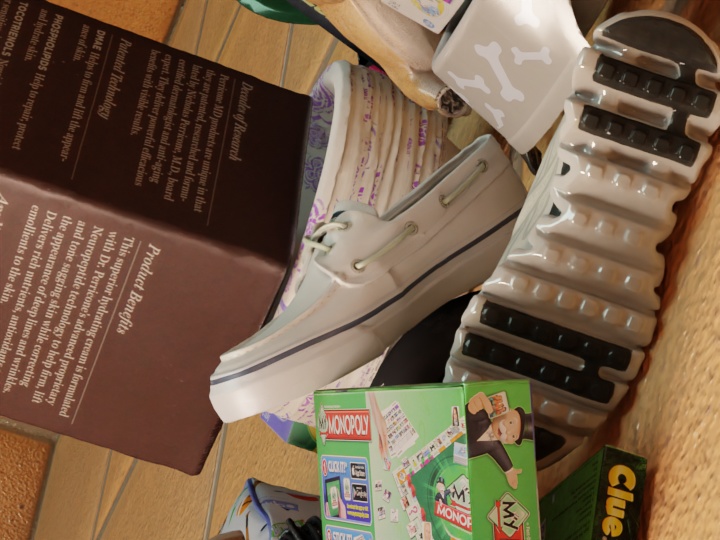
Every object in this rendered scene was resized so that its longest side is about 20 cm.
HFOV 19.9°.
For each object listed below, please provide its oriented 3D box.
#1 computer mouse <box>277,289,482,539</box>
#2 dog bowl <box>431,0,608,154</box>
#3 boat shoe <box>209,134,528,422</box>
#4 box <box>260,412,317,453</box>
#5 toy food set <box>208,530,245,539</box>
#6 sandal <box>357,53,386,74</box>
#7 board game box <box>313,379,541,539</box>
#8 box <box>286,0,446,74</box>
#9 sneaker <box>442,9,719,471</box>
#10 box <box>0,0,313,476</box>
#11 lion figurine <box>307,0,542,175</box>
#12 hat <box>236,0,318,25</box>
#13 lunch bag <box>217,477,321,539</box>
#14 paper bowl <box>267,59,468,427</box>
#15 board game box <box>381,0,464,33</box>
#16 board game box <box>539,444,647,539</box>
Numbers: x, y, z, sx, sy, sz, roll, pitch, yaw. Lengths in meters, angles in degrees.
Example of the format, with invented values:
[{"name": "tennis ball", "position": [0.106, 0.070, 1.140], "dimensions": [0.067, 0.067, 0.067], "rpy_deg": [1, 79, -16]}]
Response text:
[{"name": "computer mouse", "position": [0.018, 0.098, 0.962], "dimensions": [0.200, 0.046, 0.141], "rpy_deg": [-51, 26, 18]}, {"name": "dog bowl", "position": [0.097, -0.155, 0.924], "dimensions": [0.201, 0.058, 0.200], "rpy_deg": [-62, 4, 7]}, {"name": "boat shoe", "position": [0.000, 0.000, 0.961], "dimensions": [0.199, 0.067, 0.073], "rpy_deg": [-31, 8, -34]}, {"name": "box", "position": [-0.008, 0.013, 1.316], "dimensions": [0.117, 0.048, 0.202], "rpy_deg": [-164, 93, -78]}, {"name": "toy food set", "position": [-0.045, 0.245, 0.998], "dimensions": [0.200, 0.060, 0.145], "rpy_deg": [-124, 41, -51]}, {"name": "sandal", "position": [0.033, -0.144, 1.280], "dimensions": [0.200, 0.045, 0.076], "rpy_deg": [-51, 20, 39]}, {"name": "board game box", "position": [0.024, 0.113, 0.822], "dimensions": [0.200, 0.029, 0.136], "rpy_deg": [168, 100, -73]}, {"name": "box", "position": [0.028, -0.226, 1.170], "dimensions": [0.051, 0.157, 0.202], "rpy_deg": [4, 68, 52]}, {"name": "sneaker", "position": [0.092, -0.010, 0.843], "dimensions": [0.081, 0.075, 0.202], "rpy_deg": [-74, 8, -81]}, {"name": "box", "position": [-0.149, -0.022, 1.132], "dimensions": [0.165, 0.198, 0.167], "rpy_deg": [-86, 18, -51]}, {"name": "lion figurine", "position": [0.015, -0.132, 1.055], "dimensions": [0.072, 0.201, 0.122], "rpy_deg": [-41, 22, -11]}, {"name": "hat", "position": [0.012, -0.177, 1.384], "dimensions": [0.200, 0.165, 0.177], "rpy_deg": [-43, -36, -21]}, {"name": "lunch bag", "position": [-0.064, 0.230, 1.194], "dimensions": [0.160, 0.075, 0.202], "rpy_deg": [-140, 68, -75]}, {"name": "paper bowl", "position": [0.001, -0.009, 1.157], "dimensions": [0.201, 0.103, 0.203], "rpy_deg": [-163, 90, -78]}, {"name": "board game box", "position": [0.063, -0.185, 0.886], "dimensions": [0.135, 0.034, 0.200], "rpy_deg": [-63, 3, -5]}, {"name": "board game box", "position": [0.062, 0.153, 0.835], "dimensions": [0.200, 0.023, 0.106], "rpy_deg": [127, 160, -61]}]
